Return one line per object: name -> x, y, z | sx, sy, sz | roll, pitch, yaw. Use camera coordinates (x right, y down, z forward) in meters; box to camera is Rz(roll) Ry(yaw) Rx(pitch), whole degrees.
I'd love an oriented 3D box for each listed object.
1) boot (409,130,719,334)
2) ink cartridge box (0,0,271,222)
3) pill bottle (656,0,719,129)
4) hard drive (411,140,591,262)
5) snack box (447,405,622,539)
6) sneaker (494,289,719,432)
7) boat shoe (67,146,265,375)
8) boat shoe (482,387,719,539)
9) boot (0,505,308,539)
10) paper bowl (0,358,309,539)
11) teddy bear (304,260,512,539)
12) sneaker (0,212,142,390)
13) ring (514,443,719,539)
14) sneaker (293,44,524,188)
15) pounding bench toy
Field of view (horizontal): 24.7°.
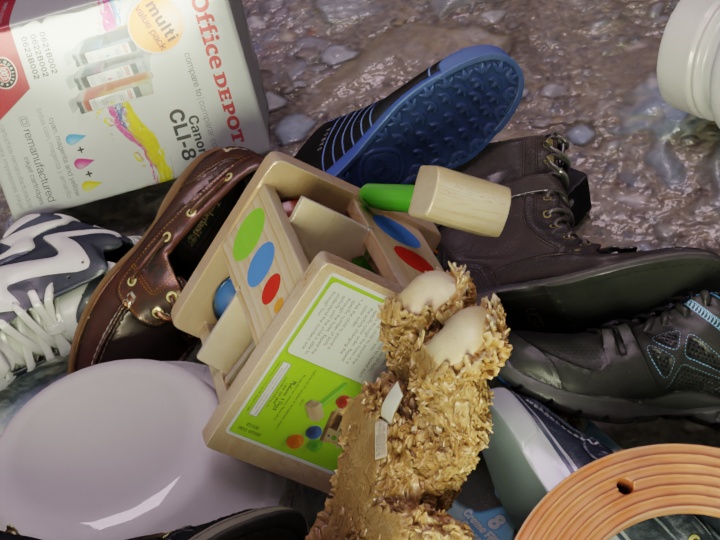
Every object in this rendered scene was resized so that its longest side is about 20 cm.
boot -> 0.120, -0.028, 1.017 | 0.199, 0.069, 0.175 | -11, 42, 14
ink cartridge box -> -0.177, -0.148, 1.220 | 0.199, 0.146, 0.145 | -16, 22, 0
pill bottle -> 0.306, -0.126, 1.097 | 0.200, 0.113, 0.113 | 26, 55, 37
hard drive -> 0.044, -0.017, 1.113 | 0.139, 0.038, 0.200 | 24, 53, 36
snack box -> 0.123, 0.157, 0.896 | 0.116, 0.037, 0.200 | -29, 43, -18
sneaker -> 0.168, 0.047, 0.930 | 0.199, 0.082, 0.073 | 7, 6, -7
boat shoe -> -0.118, 0.008, 1.060 | 0.070, 0.070, 0.201 | 18, 79, 55
boat shoe -> 0.141, 0.124, 0.854 | 0.091, 0.071, 0.200 | -21, 45, -18
boot -> -0.139, 0.151, 0.826 | 0.153, 0.074, 0.203 | 16, 25, 36
paper bowl -> -0.136, 0.132, 0.954 | 0.200, 0.105, 0.201 | -8, 42, 7
teddy bear -> 0.029, 0.094, 0.818 | 0.067, 0.201, 0.145 | 12, 0, -26
sneaker -> -0.209, 0.035, 1.100 | 0.129, 0.080, 0.199 | 1, 33, 30
ring -> 0.158, 0.172, 0.751 | 0.199, 0.019, 0.201 | 4, 56, -6
sneaker -> 0.015, -0.087, 1.081 | 0.200, 0.070, 0.078 | -38, 34, 11
pounding bench toy -> 0.000, 0.000, 0.936 | 0.200, 0.124, 0.156 | -56, 28, 19
